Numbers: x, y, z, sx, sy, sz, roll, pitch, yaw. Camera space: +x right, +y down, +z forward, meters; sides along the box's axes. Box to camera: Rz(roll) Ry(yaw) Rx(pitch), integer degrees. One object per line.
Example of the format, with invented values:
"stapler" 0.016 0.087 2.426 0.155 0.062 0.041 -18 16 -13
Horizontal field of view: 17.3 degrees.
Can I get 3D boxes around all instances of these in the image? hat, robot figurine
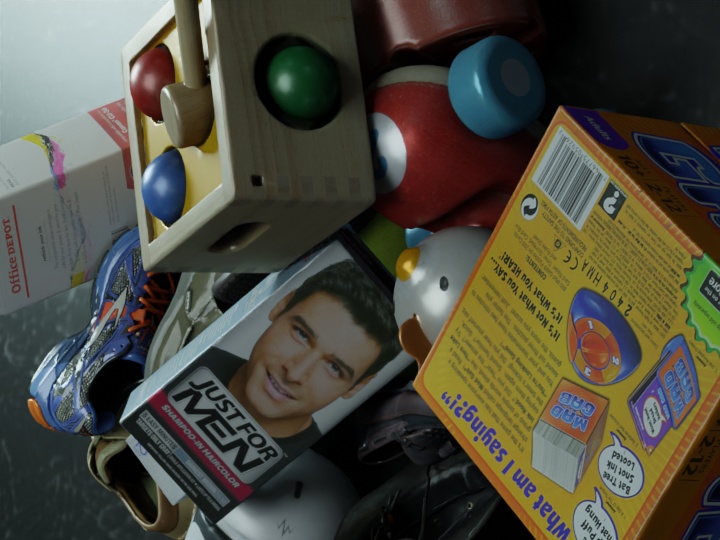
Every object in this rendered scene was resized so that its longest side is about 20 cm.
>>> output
"hat" 0.064 0.182 1.574 0.200 0.201 0.081 -23 110 47
"robot figurine" -0.076 0.222 1.715 0.150 0.124 0.201 40 116 38

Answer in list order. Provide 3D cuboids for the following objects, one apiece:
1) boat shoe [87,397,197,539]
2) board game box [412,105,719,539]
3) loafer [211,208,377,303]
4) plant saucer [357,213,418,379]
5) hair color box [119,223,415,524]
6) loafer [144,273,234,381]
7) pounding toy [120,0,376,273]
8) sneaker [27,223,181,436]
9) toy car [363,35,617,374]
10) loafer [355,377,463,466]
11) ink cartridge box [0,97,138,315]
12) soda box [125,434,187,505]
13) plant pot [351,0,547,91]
"boat shoe" -0.179 0.144 1.887 0.200 0.073 0.076 42 117 43
"board game box" 0.192 0.052 1.354 0.200 0.199 0.201 50 123 40
"loafer" -0.040 -0.044 1.693 0.200 0.073 0.071 -42 48 36
"plant saucer" 0.000 0.000 1.713 0.199 0.031 0.202 -1 89 49
"hair color box" -0.056 0.068 1.602 0.200 0.099 0.061 -40 11 13
"loafer" -0.110 0.046 1.814 0.070 0.075 0.202 27 107 52
"pounding toy" -0.086 -0.115 1.499 0.200 0.141 0.186 -34 60 59
"sneaker" -0.181 0.049 1.877 0.078 0.075 0.201 26 85 44
"toy car" 0.058 -0.011 1.498 0.184 0.176 0.201 -26 41 46
"loafer" 0.048 0.107 1.584 0.200 0.071 0.064 -179 100 -68
"ink cartridge box" -0.252 -0.045 1.875 0.067 0.199 0.117 44 148 42
"soda box" -0.085 0.087 1.720 0.064 0.068 0.200 52 127 8
"plant pot" 0.025 -0.214 1.603 0.200 0.200 0.197 -36 67 42
